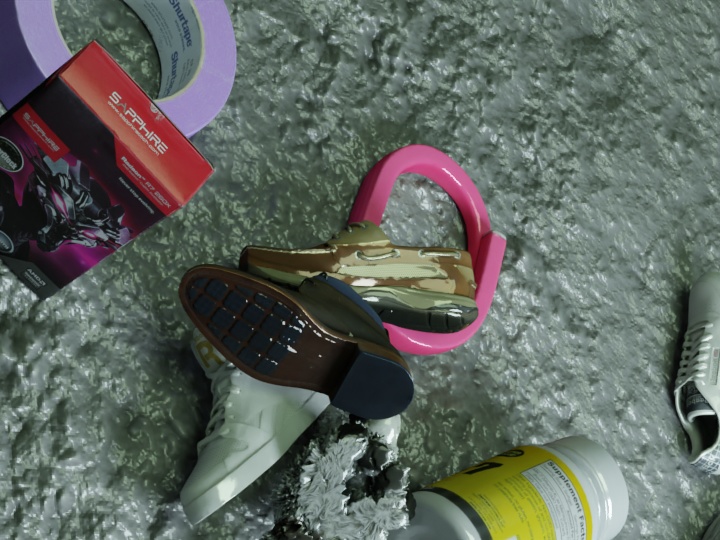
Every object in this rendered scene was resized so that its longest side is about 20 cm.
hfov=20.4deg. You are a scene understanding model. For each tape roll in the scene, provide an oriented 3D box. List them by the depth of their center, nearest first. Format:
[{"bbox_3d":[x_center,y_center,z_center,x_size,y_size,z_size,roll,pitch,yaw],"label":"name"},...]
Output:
[{"bbox_3d":[-0.198,-0.183,1.573,0.200,0.066,0.200,16,62,-33],"label":"tape roll"}]

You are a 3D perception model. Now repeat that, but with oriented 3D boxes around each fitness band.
[{"bbox_3d":[0.054,-0.017,1.721,0.144,0.037,0.200,34,52,-22],"label":"fitness band"}]

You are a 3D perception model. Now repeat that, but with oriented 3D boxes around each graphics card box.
[{"bbox_3d":[-0.208,-0.067,1.420,0.125,0.200,0.051,47,48,-14],"label":"graphics card box"}]

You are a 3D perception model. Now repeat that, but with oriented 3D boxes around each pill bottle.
[{"bbox_3d":[0.120,0.207,1.620,0.200,0.114,0.114,-17,82,-43],"label":"pill bottle"}]

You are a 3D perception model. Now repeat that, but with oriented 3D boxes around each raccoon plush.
[{"bbox_3d":[-0.047,0.171,1.547,0.200,0.134,0.097,-26,101,-10],"label":"raccoon plush"}]

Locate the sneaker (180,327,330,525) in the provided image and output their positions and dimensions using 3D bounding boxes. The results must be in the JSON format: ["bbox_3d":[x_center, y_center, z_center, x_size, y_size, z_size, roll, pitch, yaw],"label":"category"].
[{"bbox_3d":[-0.103,0.100,1.523,0.116,0.074,0.200,51,39,-6],"label":"sneaker"}]

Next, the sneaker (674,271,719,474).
[{"bbox_3d":[0.333,0.093,1.877,0.080,0.076,0.200,6,65,-27],"label":"sneaker"}]

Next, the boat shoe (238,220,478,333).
[{"bbox_3d":[0.000,0.000,1.619,0.200,0.076,0.074,10,73,-17],"label":"boat shoe"}]

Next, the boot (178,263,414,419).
[{"bbox_3d":[-0.052,0.040,1.527,0.200,0.075,0.097,31,19,-18],"label":"boot"}]

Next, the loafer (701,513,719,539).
[{"bbox_3d":[0.325,0.280,1.782,0.070,0.070,0.200,45,49,-14],"label":"loafer"}]
